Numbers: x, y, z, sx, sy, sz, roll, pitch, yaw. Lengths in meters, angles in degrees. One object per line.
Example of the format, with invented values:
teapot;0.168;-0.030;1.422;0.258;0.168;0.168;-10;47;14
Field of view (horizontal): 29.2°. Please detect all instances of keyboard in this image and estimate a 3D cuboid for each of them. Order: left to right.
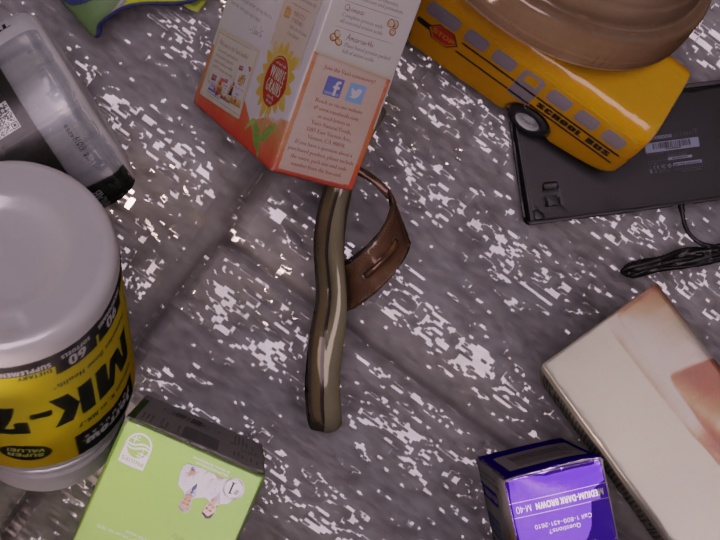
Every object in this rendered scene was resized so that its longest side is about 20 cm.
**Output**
keyboard;0.200;-0.054;0.879;0.199;0.021;0.128;-8;83;-3

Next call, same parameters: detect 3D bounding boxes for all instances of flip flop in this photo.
flip flop;0.000;0.000;0.835;0.057;0.081;0.201;6;93;1

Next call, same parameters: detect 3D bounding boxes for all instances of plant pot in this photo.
plant pot;0.132;-0.222;0.791;0.200;0.093;0.202;13;54;-19

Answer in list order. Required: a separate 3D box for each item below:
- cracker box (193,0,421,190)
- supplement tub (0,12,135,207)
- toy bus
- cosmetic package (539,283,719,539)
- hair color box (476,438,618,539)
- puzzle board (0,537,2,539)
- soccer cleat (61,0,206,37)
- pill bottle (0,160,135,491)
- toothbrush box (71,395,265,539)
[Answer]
cracker box;-0.020;-0.163;0.782;0.057;0.134;0.201;11;107;-30
supplement tub;-0.242;-0.050;0.799;0.199;0.123;0.123;-32;91;-4
toy bus;0.093;-0.144;0.837;0.200;0.078;0.065;35;71;-3
cosmetic package;0.197;0.117;0.812;0.087;0.103;0.200;-35;78;0
hair color box;0.124;0.209;0.825;0.064;0.109;0.201;-13;89;-4
puzzle board;-0.253;0.156;0.775;0.151;0.017;0.200;-52;61;29
soccer cleat;-0.095;-0.208;0.851;0.199;0.065;0.084;-24;120;-8
pill bottle;-0.182;0.040;0.753;0.114;0.200;0.115;2;60;-4
toothbrush box;-0.130;0.183;0.790;0.086;0.146;0.201;22;88;-4
